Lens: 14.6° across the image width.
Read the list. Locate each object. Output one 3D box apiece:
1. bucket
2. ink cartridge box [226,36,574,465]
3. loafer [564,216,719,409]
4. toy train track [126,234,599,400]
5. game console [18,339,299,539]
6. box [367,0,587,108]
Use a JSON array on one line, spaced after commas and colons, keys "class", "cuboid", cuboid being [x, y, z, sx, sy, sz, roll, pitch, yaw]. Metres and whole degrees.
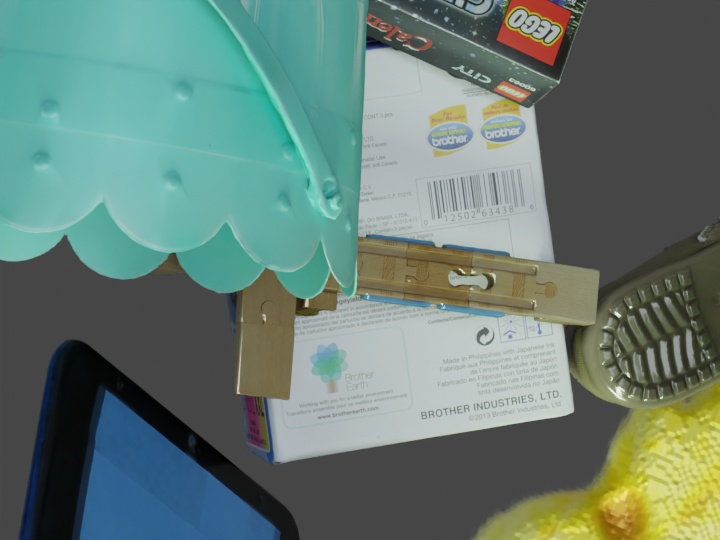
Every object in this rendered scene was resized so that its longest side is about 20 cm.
[{"class": "bucket", "cuboid": [-0.092, -0.070, 1.003, 0.207, 0.207, 0.135, 9, 86, -14]}, {"class": "ink cartridge box", "cuboid": [0.008, -0.028, 1.197, 0.136, 0.076, 0.200, -9, 95, -14]}, {"class": "loafer", "cuboid": [0.169, 0.008, 1.244, 0.200, 0.067, 0.076, -14, 98, -28]}, {"class": "toy train track", "cuboid": [0.000, 0.000, 1.145, 0.200, 0.033, 0.115, 7, 82, -19]}, {"class": "game console", "cuboid": [-0.044, 0.141, 1.098, 0.118, 0.171, 0.200, -57, 141, -9]}, {"class": "box", "cuboid": [0.008, -0.170, 1.153, 0.200, 0.038, 0.137, 23, 69, -10]}]
